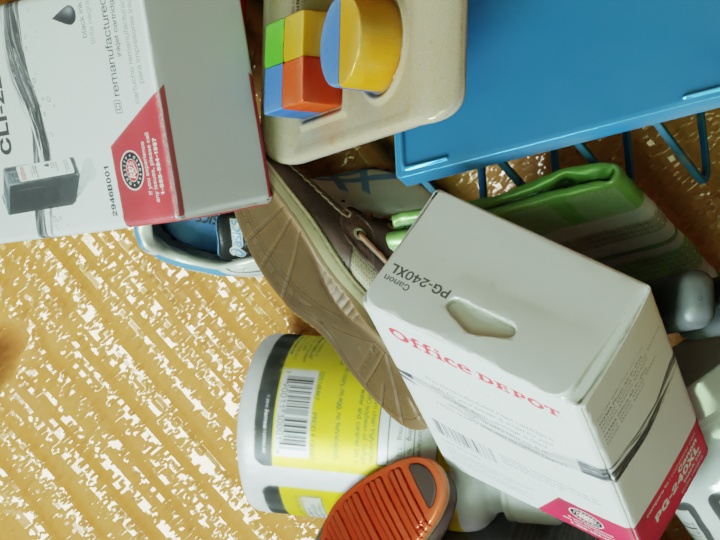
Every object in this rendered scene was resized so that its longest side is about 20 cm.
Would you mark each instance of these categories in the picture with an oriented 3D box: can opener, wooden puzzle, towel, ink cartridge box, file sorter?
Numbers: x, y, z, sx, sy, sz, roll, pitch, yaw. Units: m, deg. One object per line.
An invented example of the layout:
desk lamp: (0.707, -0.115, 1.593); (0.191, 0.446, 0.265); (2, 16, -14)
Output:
can opener: (0.179, 0.034, 1.464); (0.052, 0.200, 0.067); (0, 81, -9)
wooden puzzle: (-0.010, -0.164, 1.455); (0.200, 0.046, 0.187); (-10, 77, 59)
towel: (0.117, -0.010, 1.512); (0.148, 0.200, 0.031); (-16, 64, 19)
ink cartridge box: (0.100, 0.060, 1.431); (0.145, 0.084, 0.200); (25, 160, 28)
file sorter: (0.131, -0.114, 1.467); (0.199, 0.123, 0.140); (-14, 63, 22)
ink cartridge box: (-0.160, -0.097, 1.549); (0.199, 0.083, 0.145); (-6, 95, 44)

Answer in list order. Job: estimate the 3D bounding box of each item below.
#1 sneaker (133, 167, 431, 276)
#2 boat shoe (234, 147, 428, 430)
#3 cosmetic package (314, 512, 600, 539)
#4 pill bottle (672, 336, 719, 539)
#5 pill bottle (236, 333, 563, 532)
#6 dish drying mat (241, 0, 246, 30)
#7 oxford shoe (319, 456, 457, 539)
sneaker: (-0.046, -0.025, 1.605); (0.198, 0.073, 0.072); (0, 110, 15)
boat shoe: (0.000, 0.000, 1.551); (0.200, 0.072, 0.072); (49, 148, 10)
cosmetic package: (0.076, 0.202, 1.652); (0.198, 0.090, 0.108); (-3, 114, 15)
pill bottle: (0.250, 0.135, 1.555); (0.116, 0.116, 0.201); (-29, 101, 25)
pill bottle: (0.032, 0.103, 1.609); (0.198, 0.114, 0.115); (5, 113, 15)
dish drying mat: (-0.107, -0.188, 1.586); (0.076, 0.018, 0.201); (6, 113, 13)
oxford shoe: (0.013, 0.186, 1.581); (0.072, 0.071, 0.200); (6, 135, -35)
